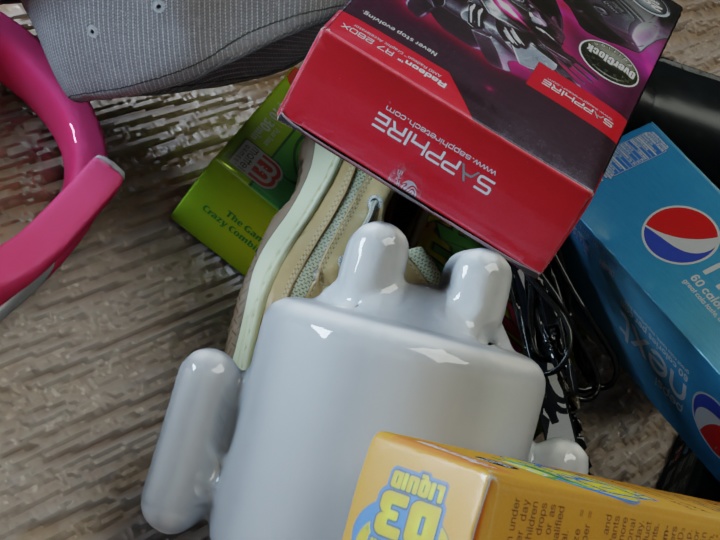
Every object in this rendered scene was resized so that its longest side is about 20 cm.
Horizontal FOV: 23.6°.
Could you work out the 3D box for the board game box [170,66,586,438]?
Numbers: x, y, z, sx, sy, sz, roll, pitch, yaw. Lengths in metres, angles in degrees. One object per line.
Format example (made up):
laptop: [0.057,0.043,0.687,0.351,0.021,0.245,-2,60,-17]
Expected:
board game box: [0.015,-0.002,0.848,0.200,0.048,0.102,39,37,-4]

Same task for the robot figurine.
robot figurine: [0.004,0.084,0.661,0.169,0.201,0.113,15,-1,2]

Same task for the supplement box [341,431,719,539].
supplement box: [0.088,0.109,0.617,0.200,0.066,0.069,14,90,-40]

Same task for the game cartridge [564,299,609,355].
game cartridge: [0.143,0.001,0.913,0.133,0.041,0.200,46,19,27]

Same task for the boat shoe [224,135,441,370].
boat shoe: [0.000,0.000,0.743,0.072,0.076,0.201,47,57,-63]

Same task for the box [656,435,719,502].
box: [0.208,0.172,0.848,0.159,0.046,0.200,41,38,-2]

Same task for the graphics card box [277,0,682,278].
graphics card box: [0.059,-0.091,0.741,0.125,0.051,0.200,32,35,3]

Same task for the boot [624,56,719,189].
boot: [0.145,-0.086,0.946,0.168,0.077,0.200,18,7,-11]

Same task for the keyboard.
keyboard: [0.090,0.033,0.757,0.104,0.040,0.201,57,20,-77]

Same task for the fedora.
fedora: [-0.069,-0.128,0.760,0.177,0.199,0.091,-18,90,-74]

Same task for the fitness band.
fitness band: [-0.183,-0.050,0.730,0.144,0.037,0.200,39,36,-3]

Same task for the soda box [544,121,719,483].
soda box: [0.156,0.029,0.740,0.064,0.068,0.200,-24,52,-15]
